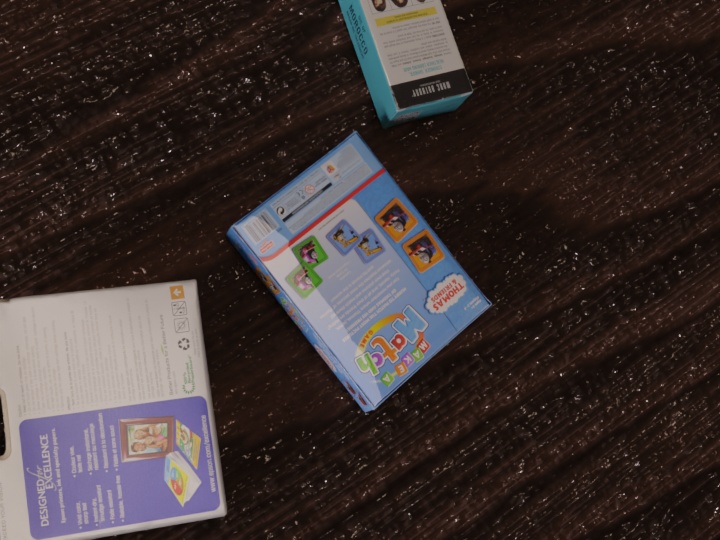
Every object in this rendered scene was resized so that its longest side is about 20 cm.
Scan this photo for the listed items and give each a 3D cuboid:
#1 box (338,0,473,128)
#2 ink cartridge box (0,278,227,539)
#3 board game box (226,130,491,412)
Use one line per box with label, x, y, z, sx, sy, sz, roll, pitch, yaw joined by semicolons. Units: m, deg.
box;0.031;-0.242;1.145;0.082;0.049;0.202;-16;82;-20
ink cartridge box;-0.219;0.115;0.987;0.198;0.047;0.200;-6;80;-17
board game box;0.000;0.000;1.084;0.151;0.037;0.201;-38;90;-21
